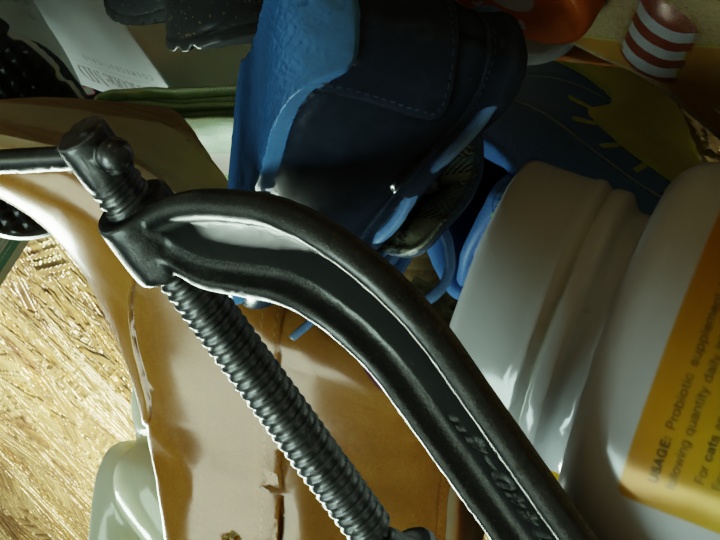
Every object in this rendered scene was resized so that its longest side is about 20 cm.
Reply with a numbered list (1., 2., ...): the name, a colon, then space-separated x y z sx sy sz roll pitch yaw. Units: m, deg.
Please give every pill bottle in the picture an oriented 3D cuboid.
1. pill bottle: 0.122 0.041 0.696 0.199 0.110 0.109 20 158 11

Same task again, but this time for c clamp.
1. c clamp: -0.007 0.035 0.709 0.200 0.027 0.171 52 153 -20

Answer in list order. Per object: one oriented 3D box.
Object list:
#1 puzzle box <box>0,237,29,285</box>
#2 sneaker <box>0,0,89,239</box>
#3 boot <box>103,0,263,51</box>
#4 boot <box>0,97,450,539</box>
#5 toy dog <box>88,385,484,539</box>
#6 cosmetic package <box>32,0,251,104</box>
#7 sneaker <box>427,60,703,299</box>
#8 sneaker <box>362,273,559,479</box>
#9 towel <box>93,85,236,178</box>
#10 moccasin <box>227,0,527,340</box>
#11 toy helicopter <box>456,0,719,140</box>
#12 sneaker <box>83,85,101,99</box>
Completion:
1. puzzle box: -0.170 -0.080 1.117 0.025 0.200 0.133 -27 111 29
2. sneaker: -0.159 -0.098 0.957 0.201 0.074 0.080 58 -176 -3
3. boot: -0.043 -0.139 0.816 0.200 0.069 0.132 -150 53 -73
4. boot: -0.062 0.026 0.886 0.200 0.071 0.145 12 109 20
5. toy dog: -0.017 0.097 1.268 0.200 0.139 0.195 26 118 52
6. cosmetic package: -0.108 -0.154 0.958 0.101 0.071 0.200 20 151 55
7. sneaker: 0.084 0.008 0.792 0.200 0.105 0.076 39 129 24
8. sneaker: 0.077 0.073 0.837 0.199 0.090 0.075 23 -160 -18
9. towel: 0.000 0.000 1.004 0.152 0.023 0.200 0 146 13
10. moccasin: 0.001 -0.024 0.722 0.068 0.081 0.200 3 173 -7
11. toy helicopter: 0.080 -0.059 0.732 0.200 0.079 0.132 39 160 -22
12. sneaker: -0.111 -0.093 1.093 0.087 0.074 0.200 -17 134 42
